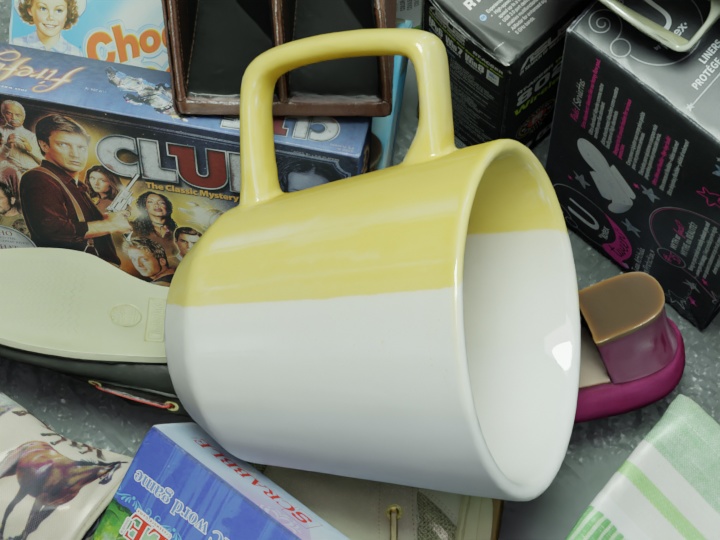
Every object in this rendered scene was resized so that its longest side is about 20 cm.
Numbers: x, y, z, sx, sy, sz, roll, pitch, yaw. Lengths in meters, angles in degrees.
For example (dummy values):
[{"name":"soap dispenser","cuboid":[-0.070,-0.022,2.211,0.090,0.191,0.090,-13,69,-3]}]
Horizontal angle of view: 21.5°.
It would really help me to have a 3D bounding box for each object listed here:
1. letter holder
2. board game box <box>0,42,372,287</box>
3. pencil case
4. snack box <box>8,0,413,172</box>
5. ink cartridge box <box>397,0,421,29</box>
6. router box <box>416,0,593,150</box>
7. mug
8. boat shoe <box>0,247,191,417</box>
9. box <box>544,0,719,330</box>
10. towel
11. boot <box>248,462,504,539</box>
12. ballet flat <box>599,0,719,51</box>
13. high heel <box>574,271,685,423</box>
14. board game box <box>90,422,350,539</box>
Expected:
[{"name":"letter holder","cuboid":[-0.033,-0.191,0.866,0.100,0.142,0.200,1,52,3]},{"name":"board game box","cuboid":[-0.097,-0.038,0.925,0.199,0.136,0.035,10,50,6]},{"name":"pencil case","cuboid":[-0.198,0.081,0.918,0.200,0.078,0.090,30,72,12]},{"name":"snack box","cuboid":[-0.080,-0.085,0.961,0.199,0.037,0.116,10,110,6]},{"name":"ink cartridge box","cuboid":[-0.045,-0.183,1.007,0.200,0.076,0.148,-24,71,-8]},{"name":"router box","cuboid":[0.118,-0.151,0.950,0.200,0.150,0.062,-43,75,-12]},{"name":"mug","cuboid":[0.003,0.008,0.827,0.153,0.149,0.187,-4,66,25]},{"name":"boat shoe","cuboid":[-0.115,0.036,0.932,0.201,0.063,0.074,8,42,1]},{"name":"box","cuboid":[0.170,-0.082,0.896,0.115,0.200,0.132,39,76,13]},{"name":"towel","cuboid":[0.143,0.179,0.863,0.153,0.023,0.200,45,68,-3]},{"name":"boot","cuboid":[-0.025,0.177,0.881,0.154,0.072,0.200,12,66,6]},{"name":"ballet flat","cuboid":[0.157,-0.115,0.777,0.200,0.072,0.072,23,73,13]},{"name":"high heel","cuboid":[0.061,0.066,0.915,0.199,0.096,0.068,-16,56,6]},{"name":"board game box","cuboid":[-0.056,0.203,0.826,0.200,0.041,0.200,33,102,24]}]
